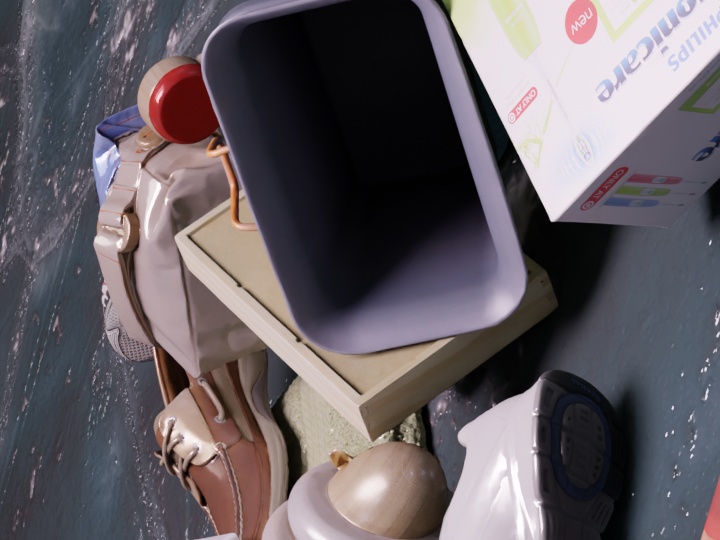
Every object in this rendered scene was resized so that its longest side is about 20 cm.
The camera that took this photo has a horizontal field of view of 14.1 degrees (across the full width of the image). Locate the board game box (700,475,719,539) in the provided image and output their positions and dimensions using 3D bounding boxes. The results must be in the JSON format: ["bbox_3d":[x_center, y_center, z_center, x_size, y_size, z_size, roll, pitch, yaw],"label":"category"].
[{"bbox_3d":[0.193,0.140,1.205,0.200,0.019,0.104,31,105,67],"label":"board game box"}]

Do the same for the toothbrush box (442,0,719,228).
[{"bbox_3d":[0.119,-0.142,1.351,0.146,0.086,0.201,-46,57,37],"label":"toothbrush box"}]

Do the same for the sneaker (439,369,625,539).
[{"bbox_3d":[0.076,0.150,1.395,0.087,0.074,0.201,-23,48,47],"label":"sneaker"}]

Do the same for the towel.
[{"bbox_3d":[-0.007,0.120,1.662,0.149,0.036,0.201,-53,32,43],"label":"towel"}]

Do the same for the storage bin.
[{"bbox_3d":[0.001,-0.079,1.483,0.135,0.145,0.201,-80,-26,-58],"label":"storage bin"}]

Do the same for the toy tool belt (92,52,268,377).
[{"bbox_3d":[-0.107,-0.048,1.687,0.123,0.124,0.201,43,150,53],"label":"toy tool belt"}]

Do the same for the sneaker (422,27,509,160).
[{"bbox_3d":[0.055,-0.163,1.594,0.131,0.079,0.201,-105,28,-49],"label":"sneaker"}]

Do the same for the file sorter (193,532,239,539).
[{"bbox_3d":[-0.123,0.248,1.677,0.139,0.124,0.200,61,154,-5],"label":"file sorter"}]

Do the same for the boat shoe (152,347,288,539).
[{"bbox_3d":[-0.088,0.104,1.719,0.201,0.071,0.076,-104,24,-48],"label":"boat shoe"}]

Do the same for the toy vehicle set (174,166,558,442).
[{"bbox_3d":[0.000,0.000,1.555,0.200,0.124,0.027,41,160,47],"label":"toy vehicle set"}]

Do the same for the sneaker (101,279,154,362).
[{"bbox_3d":[-0.118,0.027,1.921,0.200,0.077,0.083,145,132,-58],"label":"sneaker"}]

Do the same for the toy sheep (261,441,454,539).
[{"bbox_3d":[0.003,0.174,1.498,0.138,0.137,0.201,-115,37,-56],"label":"toy sheep"}]
